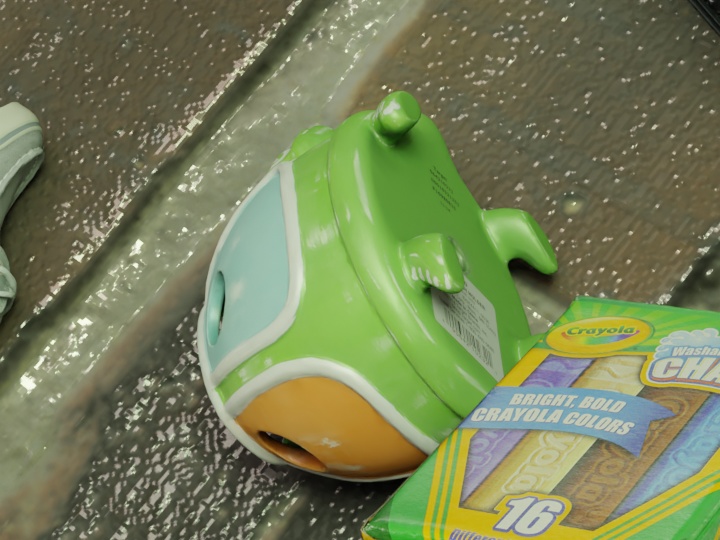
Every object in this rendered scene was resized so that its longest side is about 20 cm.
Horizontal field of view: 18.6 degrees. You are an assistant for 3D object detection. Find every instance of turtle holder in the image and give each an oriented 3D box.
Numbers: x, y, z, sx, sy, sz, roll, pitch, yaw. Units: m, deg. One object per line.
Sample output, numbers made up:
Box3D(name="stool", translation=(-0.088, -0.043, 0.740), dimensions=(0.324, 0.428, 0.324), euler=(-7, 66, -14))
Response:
Box3D(name="turtle holder", translation=(-0.004, 0.001, 0.924), dimensions=(0.131, 0.141, 0.186), euler=(-31, 66, 21))

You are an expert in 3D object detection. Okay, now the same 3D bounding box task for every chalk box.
Box3D(name="chalk box", translation=(0.116, 0.093, 0.810), dimensions=(0.123, 0.125, 0.200), euler=(7, 36, 39))

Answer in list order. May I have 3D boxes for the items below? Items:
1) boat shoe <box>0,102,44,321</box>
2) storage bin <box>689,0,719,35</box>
Box3D(name="boat shoe", translation=(-0.200, 0.013, 1.030), dimensions=(0.071, 0.070, 0.201), euler=(34, 70, 4))
Box3D(name="storage bin", translation=(0.194, -0.146, 0.932), dimensions=(0.094, 0.135, 0.200), euler=(-34, 58, 0))
